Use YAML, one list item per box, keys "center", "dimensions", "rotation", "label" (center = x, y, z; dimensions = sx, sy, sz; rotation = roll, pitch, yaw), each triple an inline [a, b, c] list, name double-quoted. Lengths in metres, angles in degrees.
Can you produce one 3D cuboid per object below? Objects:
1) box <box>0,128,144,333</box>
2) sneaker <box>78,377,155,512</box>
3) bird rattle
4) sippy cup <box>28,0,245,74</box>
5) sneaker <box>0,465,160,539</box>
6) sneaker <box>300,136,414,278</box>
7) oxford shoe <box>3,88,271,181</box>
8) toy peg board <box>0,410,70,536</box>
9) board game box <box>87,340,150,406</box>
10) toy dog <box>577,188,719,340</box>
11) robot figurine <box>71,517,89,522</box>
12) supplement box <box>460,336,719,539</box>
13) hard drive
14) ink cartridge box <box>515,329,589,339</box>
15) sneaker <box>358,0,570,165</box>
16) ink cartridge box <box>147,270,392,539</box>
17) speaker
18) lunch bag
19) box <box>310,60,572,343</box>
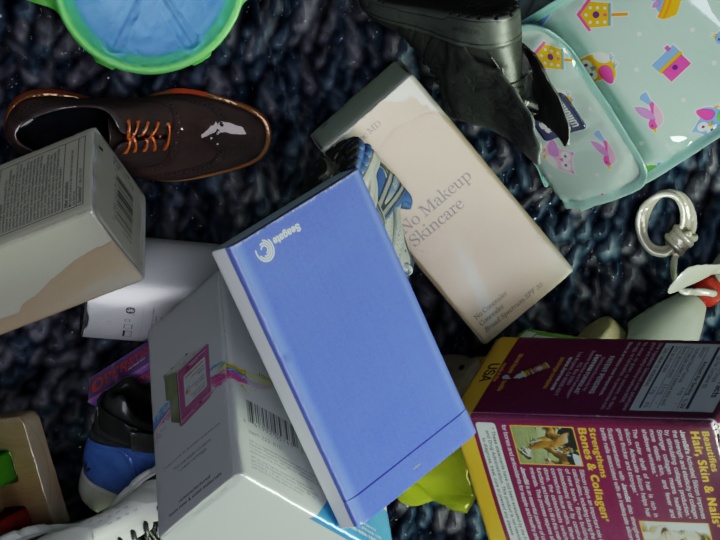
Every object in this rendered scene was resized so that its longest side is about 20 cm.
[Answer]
- center: [-0.260, -0.014, 1.490]
  dimensions: [0.200, 0.095, 0.078]
  rotation: [-20, 133, 15]
  label: "box"
- center: [-0.103, 0.139, 1.515]
  dimensions: [0.199, 0.077, 0.111]
  rotation: [15, 118, 6]
  label: "sneaker"
- center: [0.025, 0.125, 1.584]
  dimensions: [0.163, 0.200, 0.113]
  rotation: [-42, 103, -37]
  label: "bird rattle"
- center: [-0.153, -0.215, 1.484]
  dimensions: [0.178, 0.130, 0.140]
  rotation: [32, 97, -14]
  label: "sippy cup"
- center: [-0.164, 0.193, 1.434]
  dimensions: [0.200, 0.080, 0.074]
  rotation: [-24, 105, -16]
  label: "sneaker"
- center: [0.000, 0.000, 1.463]
  dimensions: [0.085, 0.200, 0.077]
  rotation: [35, 140, -27]
  label: "sneaker"
- center: [-0.163, -0.096, 1.539]
  dimensions: [0.199, 0.073, 0.071]
  rotation: [-1, 103, -9]
  label: "oxford shoe"
- center: [-0.309, 0.219, 1.513]
  dimensions: [0.200, 0.098, 0.200]
  rotation: [-9, 99, 36]
  label: "toy peg board"
- center: [-0.092, 0.073, 1.552]
  dimensions: [0.200, 0.032, 0.120]
  rotation: [-31, 134, 25]
  label: "board game box"
- center: [0.253, 0.045, 1.624]
  dimensions: [0.132, 0.096, 0.200]
  rotation: [25, 98, -14]
  label: "toy dog"
- center: [-0.174, 0.238, 1.581]
  dimensions: [0.199, 0.170, 0.113]
  rotation: [-13, 67, 10]
  label: "robot figurine"
- center: [0.183, 0.125, 1.463]
  dimensions: [0.199, 0.103, 0.131]
  rotation: [1, 123, 29]
  label: "supplement box"
- center: [-0.007, 0.049, 1.369]
  dimensions: [0.132, 0.025, 0.200]
  rotation: [-34, 104, -42]
  label: "hard drive"
- center: [0.184, 0.128, 1.574]
  dimensions: [0.076, 0.200, 0.148]
  rotation: [-39, 106, -17]
  label: "ink cartridge box"
- center: [0.071, -0.151, 1.514]
  dimensions: [0.060, 0.200, 0.104]
  rotation: [-28, 121, -28]
  label: "sneaker"
- center: [-0.064, 0.116, 1.432]
  dimensions: [0.144, 0.200, 0.085]
  rotation: [33, 121, -32]
  label: "ink cartridge box"
- center: [-0.109, 0.020, 1.571]
  dimensions: [0.199, 0.081, 0.081]
  rotation: [5, 102, -9]
  label: "speaker"
- center: [0.192, -0.156, 1.559]
  dimensions: [0.200, 0.122, 0.170]
  rotation: [-32, 110, 17]
  label: "lunch bag"
- center: [0.061, -0.053, 1.581]
  dimensions: [0.095, 0.078, 0.200]
  rotation: [-41, 105, 4]
  label: "box"
